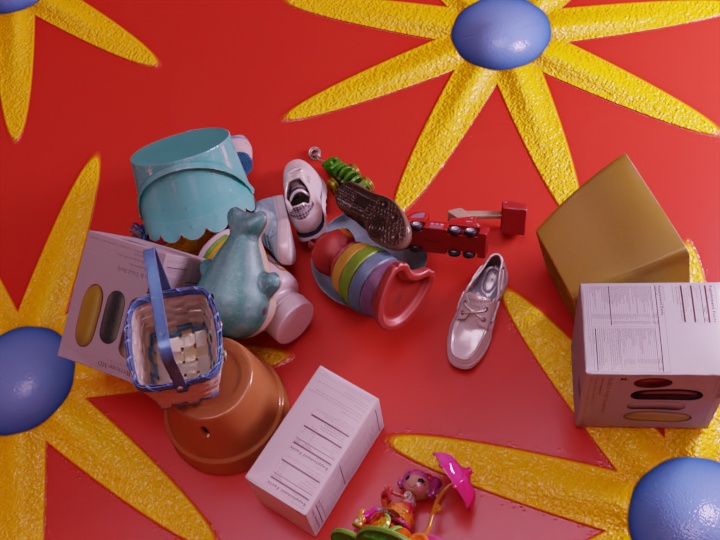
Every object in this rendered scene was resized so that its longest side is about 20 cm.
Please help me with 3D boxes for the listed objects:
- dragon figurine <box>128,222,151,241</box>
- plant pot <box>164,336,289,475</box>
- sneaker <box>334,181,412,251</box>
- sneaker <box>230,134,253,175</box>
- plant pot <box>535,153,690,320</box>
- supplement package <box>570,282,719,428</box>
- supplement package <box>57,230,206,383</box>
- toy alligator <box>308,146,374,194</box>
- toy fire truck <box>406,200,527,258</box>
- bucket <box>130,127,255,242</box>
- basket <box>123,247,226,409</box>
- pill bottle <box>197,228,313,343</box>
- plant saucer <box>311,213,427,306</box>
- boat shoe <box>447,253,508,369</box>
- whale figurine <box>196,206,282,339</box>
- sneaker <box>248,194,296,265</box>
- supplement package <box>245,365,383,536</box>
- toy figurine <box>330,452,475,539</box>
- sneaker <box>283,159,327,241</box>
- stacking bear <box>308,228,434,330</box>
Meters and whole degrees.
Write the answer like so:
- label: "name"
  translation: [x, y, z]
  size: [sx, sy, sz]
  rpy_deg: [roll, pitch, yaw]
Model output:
- label: "dragon figurine"
  translation: [-0.356, -0.005, 1.657]
  size: [0.199, 0.059, 0.099]
  rpy_deg: [35, 69, 26]
- label: "plant pot"
  translation: [-0.216, 0.194, 1.469]
  size: [0.197, 0.141, 0.203]
  rpy_deg: [-3, 58, 5]
- label: "sneaker"
  translation: [0.036, -0.086, 1.567]
  size: [0.071, 0.075, 0.200]
  rpy_deg: [-52, 44, 7]
- label: "sneaker"
  translation: [-0.295, -0.199, 1.767]
  size: [0.197, 0.077, 0.081]
  rpy_deg: [-10, 40, 2]
- label: "plant pot"
  translation: [0.386, -0.021, 1.494]
  size: [0.175, 0.200, 0.202]
  rpy_deg: [-26, 58, 4]
- label: "supplement package"
  translation: [0.415, 0.127, 1.390]
  size: [0.197, 0.192, 0.149]
  rpy_deg: [-1, 59, 8]
- label: "supplement package"
  translation: [-0.354, 0.058, 1.516]
  size: [0.150, 0.150, 0.203]
  rpy_deg: [15, 92, 20]
- label: "toy alligator"
  translation: [-0.036, -0.177, 1.720]
  size: [0.059, 0.055, 0.200]
  rpy_deg: [-36, 61, -15]
- label: "toy fire truck"
  translation: [0.173, -0.074, 1.595]
  size: [0.197, 0.049, 0.141]
  rpy_deg: [7, 29, 13]
- label: "bucket"
  translation: [-0.290, -0.150, 1.635]
  size: [0.204, 0.137, 0.208]
  rpy_deg: [-12, 24, 5]
- label: "basket"
  translation: [-0.263, 0.087, 1.337]
  size: [0.137, 0.201, 0.178]
  rpy_deg: [-14, 58, -1]
- label: "pill bottle"
  translation: [-0.172, 0.029, 1.579]
  size: [0.111, 0.112, 0.199]
  rpy_deg: [-42, 62, -17]
- label: "plant saucer"
  translation: [0.016, -0.016, 1.625]
  size: [0.198, 0.039, 0.204]
  rpy_deg: [-3, 59, 6]
- label: "boat shoe"
  translation: [0.186, 0.059, 1.536]
  size: [0.070, 0.070, 0.202]
  rpy_deg: [14, 62, 15]
- label: "whale figurine"
  translation: [-0.194, 0.005, 1.467]
  size: [0.157, 0.103, 0.203]
  rpy_deg: [12, 97, 31]
- label: "sneaker"
  translation: [-0.157, -0.061, 1.633]
  size: [0.081, 0.075, 0.201]
  rpy_deg: [-14, 28, -3]
- label: "supplement package"
  translation: [-0.064, 0.267, 1.417]
  size: [0.109, 0.114, 0.201]
  rpy_deg: [26, 65, 20]
- label: "toy figurine"
  translation: [0.081, 0.343, 1.366]
  size: [0.198, 0.151, 0.185]
  rpy_deg: [3, 41, 38]
- label: "sneaker"
  translation: [-0.103, -0.143, 1.679]
  size: [0.076, 0.081, 0.201]
  rpy_deg: [-26, 42, 6]
- label: "stacking bear"
  translation: [0.000, 0.000, 1.533]
  size: [0.199, 0.121, 0.115]
  rpy_deg: [34, 103, 36]
